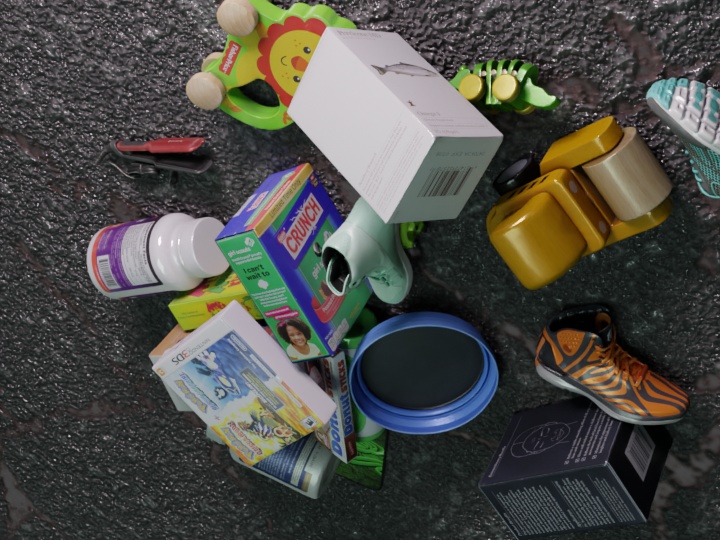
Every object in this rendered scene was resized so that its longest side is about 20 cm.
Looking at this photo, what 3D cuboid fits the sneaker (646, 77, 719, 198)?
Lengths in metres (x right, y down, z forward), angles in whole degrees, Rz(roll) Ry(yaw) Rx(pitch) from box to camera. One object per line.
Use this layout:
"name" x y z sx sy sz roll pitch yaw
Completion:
"sneaker" 0.369 -0.116 1.147 0.200 0.078 0.091 37 139 1

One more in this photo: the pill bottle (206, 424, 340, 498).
"pill bottle" -0.132 0.262 1.713 0.200 0.111 0.111 23 134 12

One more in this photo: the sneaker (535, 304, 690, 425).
"sneaker" 0.313 0.113 1.361 0.200 0.078 0.112 19 134 16

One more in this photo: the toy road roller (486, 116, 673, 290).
"toy road roller" 0.229 -0.062 1.220 0.200 0.146 0.123 -25 110 42

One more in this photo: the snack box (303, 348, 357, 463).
"snack box" -0.043 0.177 1.546 0.072 0.024 0.200 30 140 39

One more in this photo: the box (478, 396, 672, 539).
"box" 0.280 0.253 1.444 0.200 0.148 0.107 -20 113 40

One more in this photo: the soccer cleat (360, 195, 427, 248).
"soccer cleat" 0.041 -0.109 1.351 0.081 0.068 0.200 19 136 18

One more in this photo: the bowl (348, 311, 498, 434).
"bowl" 0.084 0.137 1.491 0.200 0.039 0.201 -1 127 -1

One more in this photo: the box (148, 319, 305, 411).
"box" -0.171 0.116 1.597 0.200 0.152 0.106 -5 121 32

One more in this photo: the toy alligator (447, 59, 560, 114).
"toy alligator" 0.131 -0.207 1.232 0.200 0.059 0.054 7 84 35

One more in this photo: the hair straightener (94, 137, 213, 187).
"hair straightener" -0.287 -0.143 1.532 0.200 0.041 0.077 1 125 30

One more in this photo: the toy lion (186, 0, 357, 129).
"toy lion" -0.091 -0.243 1.330 0.192 0.069 0.200 30 136 -5

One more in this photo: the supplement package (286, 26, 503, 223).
"supplement package" 0.034 -0.160 1.206 0.200 0.117 0.117 49 127 29

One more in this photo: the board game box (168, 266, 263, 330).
"board game box" -0.163 0.026 1.554 0.200 0.102 0.048 -9 121 35

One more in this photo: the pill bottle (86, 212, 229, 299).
"pill bottle" -0.284 -0.022 1.580 0.200 0.111 0.111 -8 121 34

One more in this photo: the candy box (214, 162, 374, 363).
"candy box" -0.077 -0.011 1.426 0.077 0.169 0.200 -17 116 35

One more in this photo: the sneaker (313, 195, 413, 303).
"sneaker" 0.000 0.000 1.366 0.074 0.118 0.200 28 152 28

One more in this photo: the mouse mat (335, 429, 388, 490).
"mouse mat" -0.052 0.264 1.751 0.200 0.008 0.161 18 133 16

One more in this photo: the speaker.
"speaker" -0.006 0.149 1.574 0.088 0.088 0.200 12 131 22

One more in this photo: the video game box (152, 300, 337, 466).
"video game box" -0.158 0.156 1.484 0.200 0.047 0.182 47 135 -9
